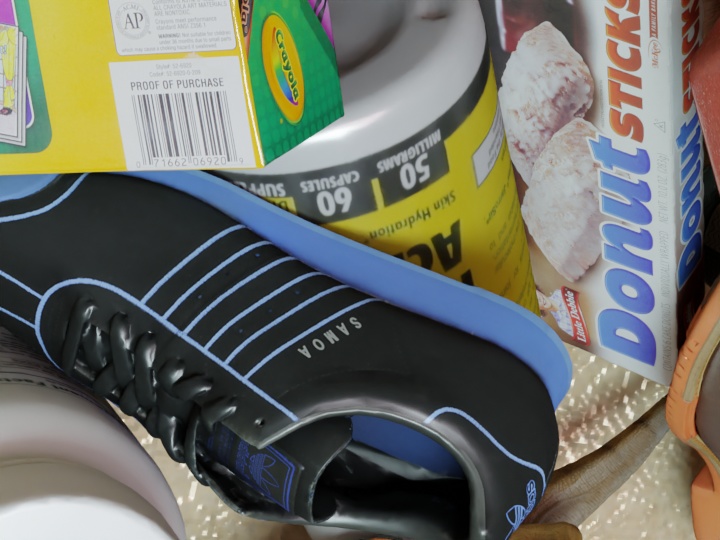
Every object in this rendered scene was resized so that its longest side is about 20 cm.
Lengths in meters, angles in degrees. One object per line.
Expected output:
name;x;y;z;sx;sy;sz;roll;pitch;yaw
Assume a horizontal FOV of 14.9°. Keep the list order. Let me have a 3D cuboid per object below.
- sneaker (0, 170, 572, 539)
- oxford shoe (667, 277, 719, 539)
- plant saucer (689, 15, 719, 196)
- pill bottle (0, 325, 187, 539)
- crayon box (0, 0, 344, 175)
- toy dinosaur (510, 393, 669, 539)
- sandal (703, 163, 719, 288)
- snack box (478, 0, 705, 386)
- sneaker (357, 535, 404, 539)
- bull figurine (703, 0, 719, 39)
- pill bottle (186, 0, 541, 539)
sneaker;-0.039;0.026;0.792;0.200;0.078;0.070;17;135;6
oxford shoe;0.154;0.051;0.938;0.071;0.073;0.200;-54;153;-18
plant saucer;0.159;-0.033;0.850;0.200;0.037;0.200;-52;132;-47
pill bottle;-0.117;0.079;0.833;0.113;0.200;0.113;-6;108;-18
crayon box;-0.112;-0.089;0.775;0.200;0.058;0.119;-1;107;23
toy dinosaur;0.054;0.093;0.961;0.200;0.106;0.060;-31;123;-1
sandal;0.193;-0.031;0.995;0.201;0.057;0.080;-9;142;-32
snack box;0.076;-0.042;0.891;0.024;0.072;0.200;-52;152;-30
sneaker;-0.040;0.165;0.920;0.075;0.078;0.200;38;126;-6
bull figurine;0.137;-0.125;0.917;0.121;0.065;0.200;-7;110;-23
pill bottle;0.000;0.000;0.888;0.111;0.111;0.200;-24;130;-12
